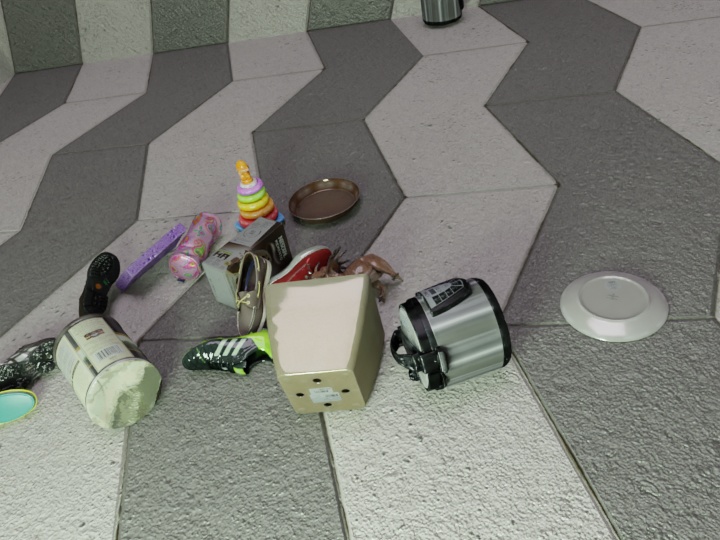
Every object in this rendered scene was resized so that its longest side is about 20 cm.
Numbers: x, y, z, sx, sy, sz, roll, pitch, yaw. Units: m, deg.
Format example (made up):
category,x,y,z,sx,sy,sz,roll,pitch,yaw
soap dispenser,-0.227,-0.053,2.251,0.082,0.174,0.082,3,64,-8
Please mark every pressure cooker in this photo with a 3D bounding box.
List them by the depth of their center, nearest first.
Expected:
category,x,y,z,sx,sy,sz,roll,pitch,yaw
pressure cooker,0.151,0.120,1.145,0.197,0.177,0.180,-18,61,-5
pressure cooker,0.333,-1.144,2.664,0.178,0.202,0.175,-36,42,-29

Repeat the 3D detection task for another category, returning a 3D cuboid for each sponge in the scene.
category,x,y,z,sx,sy,sz,roll,pitch,yaw
sponge,-0.524,-0.034,1.606,0.111,0.030,0.200,-37,11,50

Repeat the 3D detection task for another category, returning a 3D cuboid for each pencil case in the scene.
category,x,y,z,sx,sy,sz,roll,pitch,yaw
pencil case,-0.416,-0.062,1.623,0.086,0.088,0.201,-3,39,12

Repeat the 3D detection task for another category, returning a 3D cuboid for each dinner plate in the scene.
category,x,y,z,sx,sy,sz,roll,pitch,yaw
dinner plate,0.492,0.060,1.245,0.197,0.025,0.201,-8,37,6

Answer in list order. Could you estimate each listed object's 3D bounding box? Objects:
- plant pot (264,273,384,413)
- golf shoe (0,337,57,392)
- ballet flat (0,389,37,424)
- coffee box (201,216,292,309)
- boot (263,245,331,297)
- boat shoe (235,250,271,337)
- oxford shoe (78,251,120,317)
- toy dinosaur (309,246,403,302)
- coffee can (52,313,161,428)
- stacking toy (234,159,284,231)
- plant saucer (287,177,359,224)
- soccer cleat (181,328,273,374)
category,x,y,z,sx,sy,sz,roll,pitch,yaw
plant pot,-0.065,0.147,1.172,0.197,0.201,0.179,-6,48,8
golf shoe,-0.736,0.212,1.388,0.198,0.079,0.094,-28,22,-22
ballet flat,-0.755,0.287,1.298,0.198,0.068,0.067,-25,17,-12
coffee box,-0.260,-0.021,1.496,0.079,0.114,0.200,17,47,34
boot,-0.116,0.034,1.422,0.199,0.073,0.144,-39,44,-18
boat shoe,-0.240,0.056,1.382,0.071,0.059,0.203,-10,60,30
oxford shoe,-0.641,0.040,1.549,0.084,0.072,0.202,-38,33,38
toy dinosaur,0.000,0.000,1.381,0.198,0.087,0.136,-14,47,-27
coffee can,-0.502,0.195,1.265,0.146,0.148,0.199,-33,42,-25
stacking toy,-0.282,-0.198,1.654,0.115,0.202,0.110,22,49,38
plant saucer,-0.096,-0.183,1.718,0.197,0.035,0.202,-8,38,6
soccer cleat,-0.264,0.175,1.291,0.197,0.068,0.082,-14,50,-2
